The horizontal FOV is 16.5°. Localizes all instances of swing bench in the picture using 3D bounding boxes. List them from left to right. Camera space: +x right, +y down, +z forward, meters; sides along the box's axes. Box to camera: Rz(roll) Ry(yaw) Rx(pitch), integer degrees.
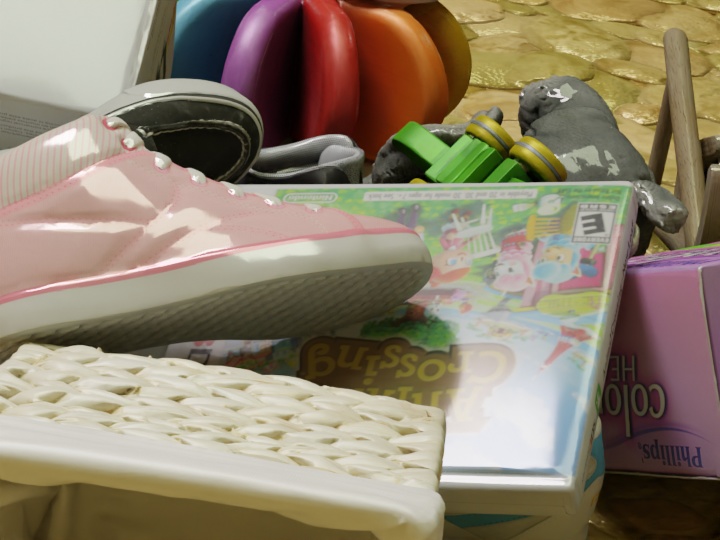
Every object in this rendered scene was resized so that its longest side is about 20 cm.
[{"bbox_3d":[0.271,-0.036,1.408,0.199,0.130,0.200,5,29,-5],"label":"swing bench"}]

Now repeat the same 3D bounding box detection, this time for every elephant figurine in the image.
[{"bbox_3d":[0.049,-0.023,1.340,0.200,0.155,0.142,-8,54,-14],"label":"elephant figurine"}]

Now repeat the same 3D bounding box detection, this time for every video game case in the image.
[{"bbox_3d":[0.012,0.029,1.096,0.200,0.022,0.182,0,46,17],"label":"video game case"}]

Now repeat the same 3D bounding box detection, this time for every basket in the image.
[{"bbox_3d":[-0.067,0.113,0.978,0.200,0.136,0.123,9,22,5],"label":"basket"}]

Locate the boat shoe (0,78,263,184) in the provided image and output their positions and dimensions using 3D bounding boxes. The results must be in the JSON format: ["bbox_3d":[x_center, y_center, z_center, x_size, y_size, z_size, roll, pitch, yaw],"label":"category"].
[{"bbox_3d":[-0.123,-0.032,1.146,0.200,0.071,0.064,-22,31,-28],"label":"boat shoe"}]

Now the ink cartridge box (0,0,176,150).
[{"bbox_3d":[-0.177,-0.109,1.295,0.145,0.200,0.145,11,66,-1],"label":"ink cartridge box"}]

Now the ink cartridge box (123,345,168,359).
[{"bbox_3d":[-0.171,0.046,1.146,0.146,0.083,0.200,13,27,25],"label":"ink cartridge box"}]

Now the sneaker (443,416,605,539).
[{"bbox_3d":[0.010,0.085,1.107,0.200,0.081,0.077,0,44,-11],"label":"sneaker"}]

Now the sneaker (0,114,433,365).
[{"bbox_3d":[-0.073,-0.023,1.065,0.200,0.075,0.105,-8,67,-11],"label":"sneaker"}]

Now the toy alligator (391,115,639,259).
[{"bbox_3d":[0.081,-0.025,1.213,0.059,0.054,0.200,-46,37,-10],"label":"toy alligator"}]

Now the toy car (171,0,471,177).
[{"bbox_3d":[-0.039,-0.119,1.453,0.200,0.175,0.150,10,26,7],"label":"toy car"}]

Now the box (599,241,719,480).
[{"bbox_3d":[0.203,0.031,1.174,0.200,0.097,0.176,-11,2,-24],"label":"box"}]

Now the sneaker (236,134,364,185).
[{"bbox_3d":[0.000,0.000,1.241,0.200,0.114,0.075,19,19,-2],"label":"sneaker"}]
